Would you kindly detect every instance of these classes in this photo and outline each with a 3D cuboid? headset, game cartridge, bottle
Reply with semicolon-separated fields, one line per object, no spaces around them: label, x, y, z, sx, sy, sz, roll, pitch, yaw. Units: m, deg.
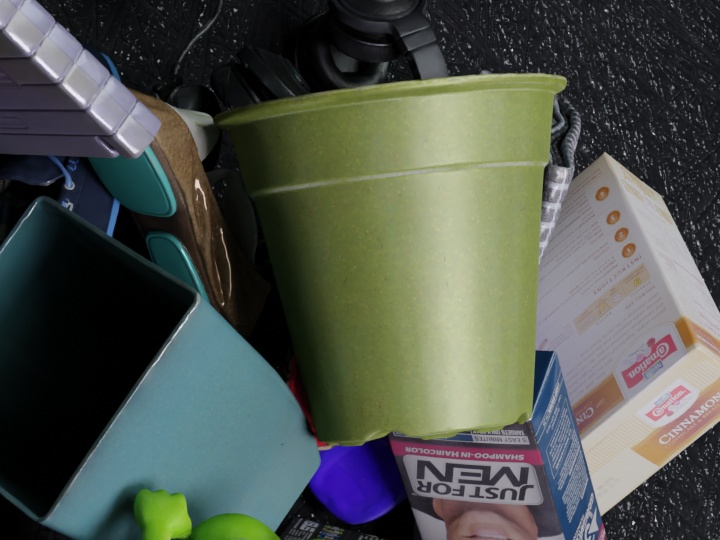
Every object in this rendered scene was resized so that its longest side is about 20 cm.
headset;-0.092;-0.098;1.490;0.094;0.123;0.201;39;34;-67
game cartridge;-0.205;-0.112;1.309;0.130;0.200;0.038;49;65;-29
headset;0.009;-0.164;1.650;0.094;0.124;0.201;-23;78;-31
bottle;0.031;0.087;1.606;0.065;0.083;0.200;46;33;-5

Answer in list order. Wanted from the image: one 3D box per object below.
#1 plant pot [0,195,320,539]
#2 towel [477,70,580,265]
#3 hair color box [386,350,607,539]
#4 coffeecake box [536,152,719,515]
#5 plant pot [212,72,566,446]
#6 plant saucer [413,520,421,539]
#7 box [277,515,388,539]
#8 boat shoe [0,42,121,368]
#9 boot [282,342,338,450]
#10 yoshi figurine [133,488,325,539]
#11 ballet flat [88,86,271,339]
plant pot;-0.119;0.085;1.347;0.142;0.141;0.200;-55;140;-6
towel;0.085;-0.025;1.575;0.085;0.166;0.200;18;19;-4
hair color box;0.087;0.138;1.506;0.061;0.100;0.201;-65;148;-41
coffeecake box;0.161;0.045;1.669;0.073;0.153;0.200;33;26;-38
plant pot;0.026;-0.002;1.366;0.200;0.199;0.191;-4;87;-51
plant saucer;0.090;0.197;1.662;0.200;0.050;0.201;23;59;-45
box;0.036;0.197;1.409;0.200;0.192;0.048;-35;141;-84
boat shoe;-0.179;-0.046;1.408;0.068;0.084;0.201;22;57;-40
boot;0.000;0.000;1.507;0.073;0.201;0.151;19;29;-5
yoshi figurine;-0.105;0.171;1.237;0.199;0.113;0.112;-8;52;-28
ballet flat;-0.099;-0.044;1.399;0.072;0.068;0.201;-47;128;-31
